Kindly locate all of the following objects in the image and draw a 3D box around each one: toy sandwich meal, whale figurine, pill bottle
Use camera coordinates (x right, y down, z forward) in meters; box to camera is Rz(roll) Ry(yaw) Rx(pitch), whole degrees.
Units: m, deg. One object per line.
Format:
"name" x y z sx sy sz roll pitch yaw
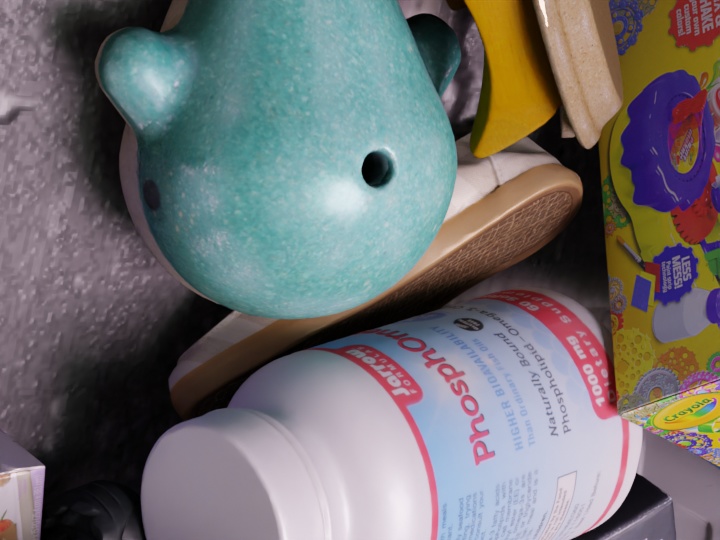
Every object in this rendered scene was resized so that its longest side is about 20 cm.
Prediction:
"toy sandwich meal" 0.047 -0.138 0.940 0.070 0.206 0.206 -13 127 10
"whale figurine" -0.020 -0.080 0.929 0.158 0.104 0.201 -4 101 -32
"pill bottle" 0.014 0.077 0.988 0.199 0.109 0.109 -15 121 -44

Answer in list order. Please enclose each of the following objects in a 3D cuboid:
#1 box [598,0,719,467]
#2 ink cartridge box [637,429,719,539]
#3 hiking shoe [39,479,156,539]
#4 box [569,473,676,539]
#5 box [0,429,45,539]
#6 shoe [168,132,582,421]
"box" 0.207 -0.017 1.065 0.192 0.122 0.201 28 51 -43
"ink cartridge box" 0.163 0.187 1.204 0.068 0.116 0.201 -29 128 -23
"hiking shoe" -0.088 0.154 1.027 0.086 0.074 0.201 -28 137 -29
"box" 0.063 0.192 1.133 0.148 0.107 0.201 -26 125 -26
"box" -0.158 0.161 0.990 0.039 0.041 0.201 -9 116 -34
"shoe" 0.000 0.000 1.033 0.199 0.053 0.070 -30 157 -18
